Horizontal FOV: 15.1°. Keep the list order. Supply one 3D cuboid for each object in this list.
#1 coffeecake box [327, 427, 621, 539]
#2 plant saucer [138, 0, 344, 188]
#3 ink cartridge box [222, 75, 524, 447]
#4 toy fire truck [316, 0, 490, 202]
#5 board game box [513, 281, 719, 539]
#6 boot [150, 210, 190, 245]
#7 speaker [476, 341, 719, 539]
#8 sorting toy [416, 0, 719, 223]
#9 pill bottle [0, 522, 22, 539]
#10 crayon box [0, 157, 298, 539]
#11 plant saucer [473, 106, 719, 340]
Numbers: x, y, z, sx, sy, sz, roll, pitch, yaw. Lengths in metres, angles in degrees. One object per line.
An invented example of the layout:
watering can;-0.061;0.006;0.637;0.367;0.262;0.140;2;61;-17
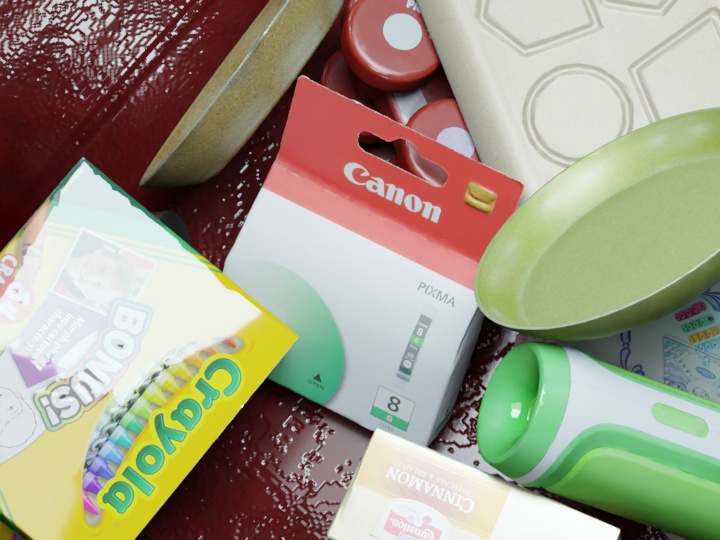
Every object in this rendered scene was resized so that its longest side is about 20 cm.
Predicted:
coffeecake box;0.073;0.170;1.620;0.153;0.200;0.073;23;80;10
plant saucer;-0.066;-0.123;1.717;0.035;0.200;0.200;37;82;-8
ink cartridge box;0.000;0.000;1.683;0.161;0.200;0.050;26;41;12
toy fire truck;0.076;-0.109;1.744;0.168;0.112;0.200;-21;75;-18
board game box;0.228;0.067;1.615;0.199;0.043;0.200;-33;113;25
boot;-0.163;0.060;1.749;0.075;0.074;0.200;0;71;25
speaker;0.170;0.105;1.552;0.200;0.088;0.088;20;78;-21
sorting toy;0.152;-0.139;1.672;0.200;0.036;0.185;-21;76;0
pill bottle;-0.252;0.096;1.721;0.104;0.104;0.200;7;78;8
crayon box;-0.167;0.064;1.658;0.173;0.058;0.200;39;77;-1
plant saucer;0.159;-0.021;1.550;0.200;0.200;0.031;-35;114;-3
